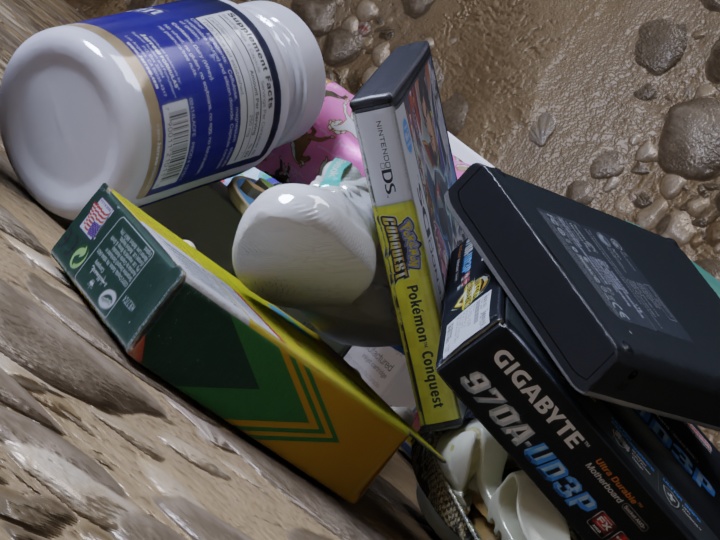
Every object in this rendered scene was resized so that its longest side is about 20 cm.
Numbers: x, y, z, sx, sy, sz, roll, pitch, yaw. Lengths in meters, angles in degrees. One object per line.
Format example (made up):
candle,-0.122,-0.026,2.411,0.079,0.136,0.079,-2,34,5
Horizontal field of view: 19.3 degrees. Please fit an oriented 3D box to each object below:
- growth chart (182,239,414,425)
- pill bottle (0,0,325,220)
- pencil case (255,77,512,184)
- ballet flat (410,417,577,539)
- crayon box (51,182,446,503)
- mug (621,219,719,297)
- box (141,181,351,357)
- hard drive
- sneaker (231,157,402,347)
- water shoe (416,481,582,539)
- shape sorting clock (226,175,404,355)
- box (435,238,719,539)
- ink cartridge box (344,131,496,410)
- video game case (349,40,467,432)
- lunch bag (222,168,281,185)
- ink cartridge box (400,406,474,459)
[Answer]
growth chart,-0.056,0.039,1.258,0.200,0.018,0.144,38,-13,-25
pill bottle,-0.115,-0.105,1.299,0.116,0.116,0.200,40,33,21
pencil case,0.006,-0.069,1.406,0.199,0.083,0.086,30,2,22
ballet flat,0.081,0.124,1.099,0.200,0.067,0.076,-120,-162,-46
crayon box,-0.057,0.046,1.102,0.200,0.051,0.127,37,3,-34
mug,0.167,0.036,1.427,0.114,0.153,0.185,33,-29,-13
box,-0.086,-0.008,1.396,0.200,0.068,0.082,40,4,1
hard drive,0.142,0.020,1.111,0.199,0.033,0.140,17,32,-50
sneaker,-0.017,-0.024,1.142,0.075,0.089,0.200,-1,-17,15
water shoe,0.109,0.157,1.201,0.071,0.079,0.200,37,4,-43
shape sorting clock,0.000,0.000,1.339,0.200,0.039,0.200,39,6,-5
box,0.121,0.078,1.112,0.200,0.046,0.159,49,19,-13
ink cartridge box,0.059,0.011,1.622,0.084,0.200,0.145,36,4,-40
video game case,0.037,-0.026,1.189,0.200,0.025,0.182,-60,138,-74
lunch bag,-0.116,-0.071,1.576,0.170,0.128,0.200,43,18,32
ink cartridge box,0.128,0.162,1.439,0.136,0.076,0.200,37,5,-37
